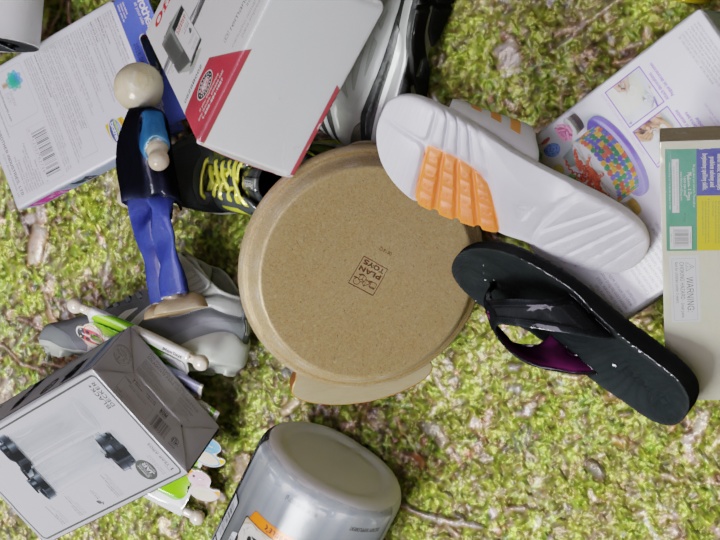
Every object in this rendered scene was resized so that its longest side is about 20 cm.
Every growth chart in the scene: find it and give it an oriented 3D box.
[{"bbox_3d":[-0.176,0.120,1.302,0.144,0.018,0.200,19,130,14],"label":"growth chart"}]

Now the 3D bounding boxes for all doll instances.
[{"bbox_3d":[-0.165,-0.064,1.243,0.136,0.048,0.201,163,97,-69],"label":"doll"}]

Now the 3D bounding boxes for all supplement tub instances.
[{"bbox_3d":[-0.060,0.231,1.253,0.122,0.122,0.200,32,110,18],"label":"supplement tub"}]

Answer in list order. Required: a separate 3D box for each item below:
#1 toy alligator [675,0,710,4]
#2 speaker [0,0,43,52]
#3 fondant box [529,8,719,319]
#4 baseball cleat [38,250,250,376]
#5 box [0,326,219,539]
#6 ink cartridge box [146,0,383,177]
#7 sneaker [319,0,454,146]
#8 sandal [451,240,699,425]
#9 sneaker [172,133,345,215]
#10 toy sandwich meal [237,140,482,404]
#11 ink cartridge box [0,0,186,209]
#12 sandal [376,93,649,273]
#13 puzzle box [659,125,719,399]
[{"bbox_3d":[0.234,-0.213,1.086,0.199,0.054,0.059,12,103,24],"label":"toy alligator"},{"bbox_3d":[-0.293,-0.280,1.295,0.081,0.081,0.201,4,89,25],"label":"speaker"},{"bbox_3d":[0.209,-0.067,1.118,0.200,0.058,0.144,-37,81,24],"label":"fondant box"},{"bbox_3d":[-0.176,0.036,1.321,0.199,0.070,0.107,4,83,23],"label":"baseball cleat"},{"bbox_3d":[-0.224,0.137,1.287,0.200,0.060,0.117,-31,106,38],"label":"box"},{"bbox_3d":[-0.077,-0.183,1.161,0.147,0.083,0.200,-61,30,19],"label":"ink cartridge box"},{"bbox_3d":[0.001,-0.190,1.189,0.115,0.076,0.201,21,108,20],"label":"sneaker"},{"bbox_3d":[0.141,0.045,1.105,0.200,0.048,0.075,33,144,21],"label":"sandal"},{"bbox_3d":[-0.084,-0.078,1.241,0.199,0.085,0.075,1,97,25],"label":"sneaker"},{"bbox_3d":[0.000,0.000,1.184,0.205,0.070,0.206,-3,106,-11],"label":"toy sandwich meal"},{"bbox_3d":[-0.227,-0.143,1.325,0.200,0.042,0.120,-24,86,29],"label":"ink cartridge box"},{"bbox_3d":[0.108,-0.064,1.109,0.206,0.059,0.079,28,130,-1],"label":"sandal"},{"bbox_3d":[0.270,-0.003,1.064,0.133,0.025,0.201,0,118,12],"label":"puzzle box"}]
